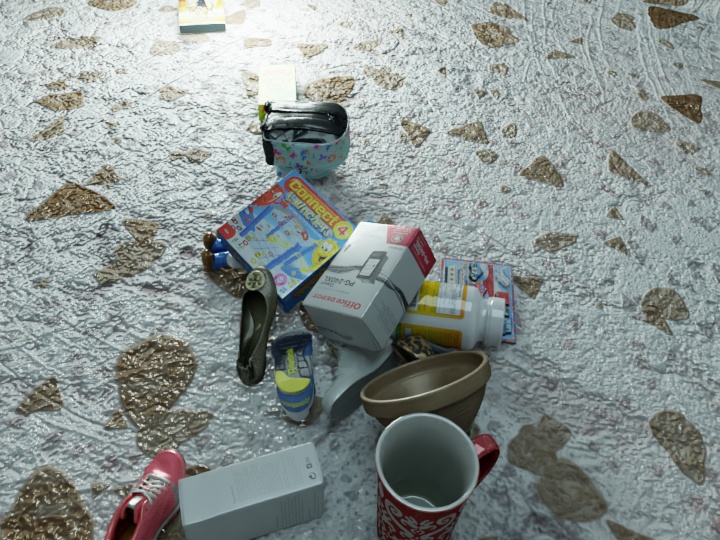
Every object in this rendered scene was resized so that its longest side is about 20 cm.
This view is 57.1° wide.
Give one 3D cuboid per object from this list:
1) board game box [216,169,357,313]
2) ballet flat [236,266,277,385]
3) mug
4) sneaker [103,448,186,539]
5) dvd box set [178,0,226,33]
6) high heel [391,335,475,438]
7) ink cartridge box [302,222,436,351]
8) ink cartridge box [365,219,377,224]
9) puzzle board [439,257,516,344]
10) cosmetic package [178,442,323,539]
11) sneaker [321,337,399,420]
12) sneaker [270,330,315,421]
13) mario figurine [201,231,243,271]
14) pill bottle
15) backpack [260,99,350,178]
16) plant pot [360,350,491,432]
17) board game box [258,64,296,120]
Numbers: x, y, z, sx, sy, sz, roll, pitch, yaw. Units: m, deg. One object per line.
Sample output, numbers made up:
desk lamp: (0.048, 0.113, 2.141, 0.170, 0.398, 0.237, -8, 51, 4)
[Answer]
board game box: (-0.131, -0.059, 1.229, 0.195, 0.056, 0.199, -41, 67, -18)
ballet flat: (-0.183, 0.092, 1.126, 0.066, 0.046, 0.206, 1, 80, 28)
mug: (0.100, 0.309, 0.894, 0.172, 0.203, 0.135, 3, 44, -1)
sneaker: (-0.300, 0.333, 0.929, 0.072, 0.088, 0.203, 11, 46, 7)
dvd box set: (-0.498, -0.803, 2.072, 0.142, 0.030, 0.203, -6, 46, -9)
high heel: (0.114, 0.194, 1.077, 0.139, 0.072, 0.202, 17, 37, -11)
ink cartridge box: (0.016, 0.021, 1.125, 0.143, 0.084, 0.202, 9, 53, 41)
ink cartridge box: (0.000, 0.000, 1.285, 0.115, 0.069, 0.200, 28, 51, 25)
puzzle board: (0.226, 0.051, 1.284, 0.146, 0.018, 0.203, 7, 45, 3)
cosmetic package: (-0.152, 0.323, 0.938, 0.195, 0.103, 0.075, -11, 45, -15)
sneaker: (-0.027, 0.164, 1.127, 0.114, 0.075, 0.199, 28, 40, 25)
sneaker: (-0.112, 0.171, 1.114, 0.072, 0.084, 0.201, -8, 26, 1)
mario figurine: (-0.216, -0.064, 1.305, 0.195, 0.106, 0.127, -9, 80, -1)
pill bottle: (0.154, 0.080, 1.174, 0.195, 0.113, 0.112, 7, 45, 11)
backpack: (-0.118, -0.304, 1.518, 0.194, 0.153, 0.180, -2, 47, 5)
plant pot: (0.103, 0.196, 0.973, 0.196, 0.095, 0.201, -16, 4, 1)
board game box: (-0.219, -0.474, 1.752, 0.099, 0.048, 0.203, -2, 46, -5)
